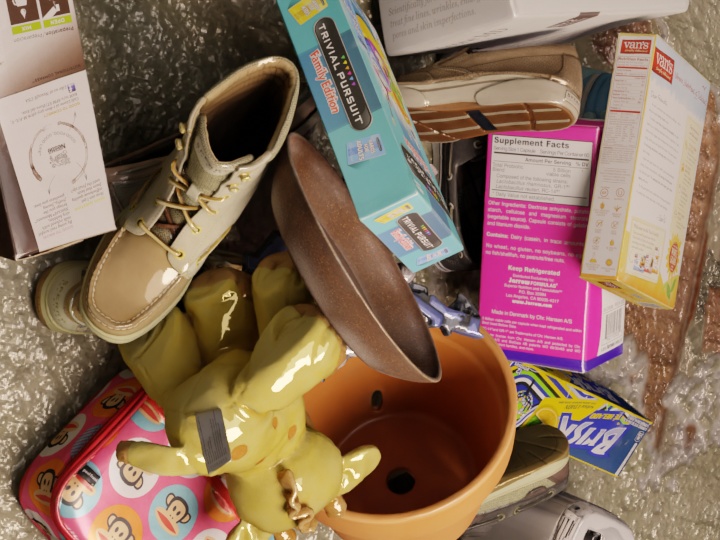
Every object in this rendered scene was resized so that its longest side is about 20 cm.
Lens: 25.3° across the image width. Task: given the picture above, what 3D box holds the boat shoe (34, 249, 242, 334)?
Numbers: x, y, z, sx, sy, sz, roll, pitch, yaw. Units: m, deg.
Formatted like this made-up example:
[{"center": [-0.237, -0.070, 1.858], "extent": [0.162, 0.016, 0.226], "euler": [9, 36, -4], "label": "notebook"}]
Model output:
[{"center": [-0.143, 0.024, 1.210], "extent": [0.199, 0.063, 0.074], "euler": [-6, 100, -38], "label": "boat shoe"}]

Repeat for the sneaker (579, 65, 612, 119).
[{"center": [0.194, -0.087, 1.412], "extent": [0.079, 0.130, 0.201], "euler": [17, 86, -42], "label": "sneaker"}]

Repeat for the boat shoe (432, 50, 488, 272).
[{"center": [0.097, -0.096, 1.376], "extent": [0.070, 0.066, 0.201], "euler": [7, 93, -38], "label": "boat shoe"}]

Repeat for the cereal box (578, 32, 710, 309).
[{"center": [0.234, -0.078, 1.313], "extent": [0.144, 0.039, 0.201], "euler": [21, 77, -59], "label": "cereal box"}]

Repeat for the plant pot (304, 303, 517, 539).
[{"center": [0.026, 0.140, 1.284], "extent": [0.200, 0.200, 0.140], "euler": [-46, 153, -23], "label": "plant pot"}]

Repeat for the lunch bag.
[{"center": [-0.145, 0.176, 1.226], "extent": [0.176, 0.082, 0.200], "euler": [-48, 120, -27], "label": "lunch bag"}]

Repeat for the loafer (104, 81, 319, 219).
[{"center": [-0.113, -0.097, 1.215], "extent": [0.200, 0.072, 0.063], "euler": [-37, 111, -24], "label": "loafer"}]

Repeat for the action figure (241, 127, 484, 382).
[{"center": [0.000, 0.000, 1.261], "extent": [0.199, 0.105, 0.195], "euler": [24, 67, -14], "label": "action figure"}]

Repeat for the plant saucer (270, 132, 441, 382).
[{"center": [-0.009, -0.002, 1.119], "extent": [0.037, 0.201, 0.201], "euler": [-31, 121, 9], "label": "plant saucer"}]

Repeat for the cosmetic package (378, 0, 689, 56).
[{"center": [0.131, -0.271, 1.297], "extent": [0.199, 0.164, 0.166], "euler": [-9, 91, -36], "label": "cosmetic package"}]

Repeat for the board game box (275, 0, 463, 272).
[{"center": [0.006, -0.113, 1.177], "extent": [0.151, 0.047, 0.201], "euler": [41, 26, -69], "label": "board game box"}]

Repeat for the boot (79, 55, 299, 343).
[{"center": [-0.117, -0.049, 1.092], "extent": [0.072, 0.155, 0.200], "euler": [37, 70, -4], "label": "boot"}]

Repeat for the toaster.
[{"center": [0.161, 0.269, 1.445], "extent": [0.113, 0.129, 0.201], "euler": [30, 79, -38], "label": "toaster"}]

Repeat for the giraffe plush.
[{"center": [-0.067, 0.112, 1.143], "extent": [0.201, 0.172, 0.163], "euler": [-87, 154, -45], "label": "giraffe plush"}]

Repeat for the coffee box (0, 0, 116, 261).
[{"center": [-0.240, -0.118, 1.081], "extent": [0.079, 0.113, 0.201], "euler": [-19, 108, -34], "label": "coffee box"}]

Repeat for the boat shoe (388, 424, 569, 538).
[{"center": [0.092, 0.201, 1.388], "extent": [0.200, 0.072, 0.066], "euler": [-22, 122, -7], "label": "boat shoe"}]

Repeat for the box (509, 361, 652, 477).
[{"center": [0.171, 0.120, 1.459], "extent": [0.199, 0.070, 0.065], "euler": [25, 101, -37], "label": "box"}]

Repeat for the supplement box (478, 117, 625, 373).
[{"center": [0.165, -0.027, 1.345], "extent": [0.101, 0.103, 0.202], "euler": [-13, 109, -61], "label": "supplement box"}]

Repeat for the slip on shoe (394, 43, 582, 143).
[{"center": [0.081, -0.147, 1.287], "extent": [0.076, 0.199, 0.061], "euler": [36, 57, -55], "label": "slip on shoe"}]
